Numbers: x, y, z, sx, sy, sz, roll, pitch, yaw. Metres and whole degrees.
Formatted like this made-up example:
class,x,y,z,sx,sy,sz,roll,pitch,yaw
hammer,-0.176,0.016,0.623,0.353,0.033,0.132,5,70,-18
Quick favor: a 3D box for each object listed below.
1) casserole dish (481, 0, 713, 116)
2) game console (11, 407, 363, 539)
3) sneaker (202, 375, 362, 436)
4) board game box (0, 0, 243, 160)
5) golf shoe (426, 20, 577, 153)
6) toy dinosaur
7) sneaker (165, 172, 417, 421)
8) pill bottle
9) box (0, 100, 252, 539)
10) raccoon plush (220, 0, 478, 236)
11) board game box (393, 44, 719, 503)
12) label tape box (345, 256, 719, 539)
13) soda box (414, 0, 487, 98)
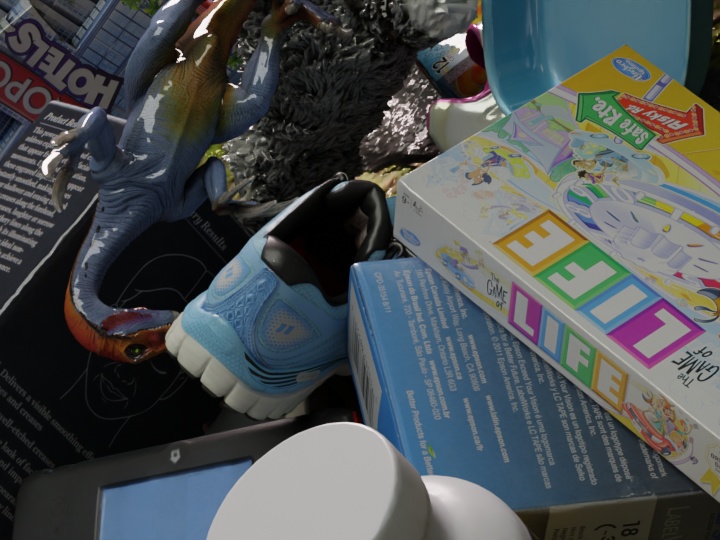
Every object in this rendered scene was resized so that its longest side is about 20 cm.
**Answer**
class,x,y,z,sx,sy,sz,roll,pitch,yaw
casserole dish,0.109,-0.149,1.112,0.121,0.200,0.039,7,13,44
game console,-0.080,0.159,1.089,0.200,0.031,0.177,-13,68,34
sneaker,-0.053,0.077,1.172,0.106,0.075,0.200,-23,39,24
board game box,-0.189,-0.106,1.441,0.200,0.200,0.062,-55,32,5
golf shoe,0.107,-0.119,1.198,0.200,0.091,0.075,-57,-5,-15
toy dinosaur,-0.079,-0.051,1.148,0.182,0.105,0.200,-60,3,12
sneaker,0.000,0.000,1.107,0.090,0.078,0.200,-56,-13,29
pill bottle,0.033,0.145,0.900,0.112,0.200,0.112,-26,37,22
box,-0.145,0.042,1.236,0.200,0.148,0.107,-51,36,-15
raccoon plush,-0.014,-0.076,1.223,0.200,0.097,0.134,-160,70,-72
board game box,0.129,0.000,1.001,0.134,0.034,0.200,-32,56,-29
label tape box,0.104,0.056,1.016,0.200,0.063,0.144,-5,45,-9
soda box,0.049,-0.139,1.324,0.068,0.064,0.200,-38,33,4
